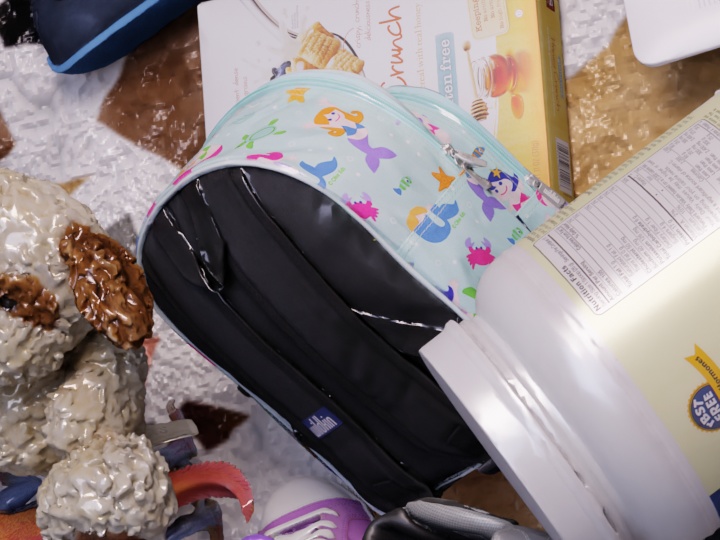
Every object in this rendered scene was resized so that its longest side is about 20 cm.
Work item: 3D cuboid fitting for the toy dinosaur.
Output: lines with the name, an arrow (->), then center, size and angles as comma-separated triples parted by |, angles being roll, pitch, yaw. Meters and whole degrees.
toy dinosaur -> -0.171, 0.125, 1.188 | 0.181, 0.200, 0.105 | -14, 77, -20

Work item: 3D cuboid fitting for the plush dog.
plush dog -> -0.163, 0.027, 1.102 | 0.199, 0.161, 0.172 | 15, 132, 17

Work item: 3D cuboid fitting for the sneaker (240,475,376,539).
sneaker -> -0.027, 0.145, 1.099 | 0.072, 0.114, 0.201 | -27, 34, 6

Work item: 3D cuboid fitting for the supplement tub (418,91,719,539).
supplement tub -> 0.139, 0.023, 0.938 | 0.200, 0.145, 0.145 | -37, 68, -2

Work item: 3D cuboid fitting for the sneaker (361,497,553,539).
sneaker -> 0.044, 0.144, 1.057 | 0.200, 0.115, 0.075 | -36, 35, 62

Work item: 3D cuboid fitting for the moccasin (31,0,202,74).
moccasin -> -0.107, -0.183, 1.240 | 0.200, 0.080, 0.068 | -31, 82, 18

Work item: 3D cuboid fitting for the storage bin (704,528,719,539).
storage bin -> 0.217, 0.124, 1.035 | 0.135, 0.094, 0.201 | 29, 95, 26

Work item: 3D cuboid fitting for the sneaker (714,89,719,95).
sneaker -> 0.161, -0.045, 1.101 | 0.072, 0.072, 0.200 | 38, 96, 33

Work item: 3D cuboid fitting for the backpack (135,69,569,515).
backpack -> 0.000, 0.000, 1.083 | 0.200, 0.151, 0.177 | 37, 142, -9

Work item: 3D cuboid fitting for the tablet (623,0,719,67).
tablet -> 0.219, -0.180, 1.094 | 0.199, 0.014, 0.131 | -16, 59, 17

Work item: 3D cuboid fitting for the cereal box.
cereal box -> 0.010, -0.087, 1.194 | 0.199, 0.039, 0.145 | -9, 79, 24
